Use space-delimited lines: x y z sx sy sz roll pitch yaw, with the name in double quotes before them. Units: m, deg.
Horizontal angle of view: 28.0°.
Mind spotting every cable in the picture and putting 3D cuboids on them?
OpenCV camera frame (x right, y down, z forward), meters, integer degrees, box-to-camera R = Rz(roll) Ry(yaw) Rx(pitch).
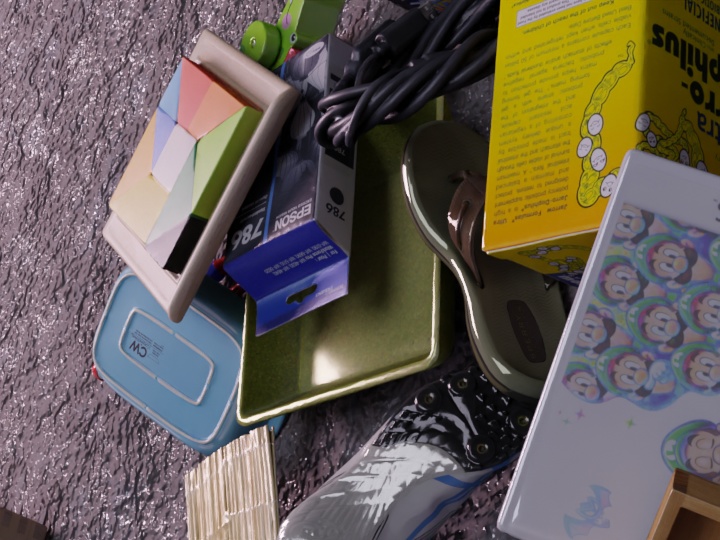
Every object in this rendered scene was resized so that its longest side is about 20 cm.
"cable" 0.054 -0.133 0.924 0.163 0.051 0.200 -9 25 39

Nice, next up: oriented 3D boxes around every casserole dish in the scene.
"casserole dish" -0.136 0.065 1.098 0.200 0.039 0.121 31 104 34

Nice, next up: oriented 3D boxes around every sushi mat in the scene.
"sushi mat" -0.083 0.209 0.963 0.096 0.012 0.200 -34 50 38

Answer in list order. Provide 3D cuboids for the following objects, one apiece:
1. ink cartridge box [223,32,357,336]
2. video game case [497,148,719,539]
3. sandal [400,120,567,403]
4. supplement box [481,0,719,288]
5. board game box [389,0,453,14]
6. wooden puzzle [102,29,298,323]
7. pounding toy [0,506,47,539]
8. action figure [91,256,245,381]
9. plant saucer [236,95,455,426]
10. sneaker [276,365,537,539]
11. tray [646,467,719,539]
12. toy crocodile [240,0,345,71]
"ink cartridge box" -0.047 -0.061 1.011 0.099 0.039 0.200 -26 50 39
"video game case" 0.183 0.063 0.697 0.182 0.024 0.200 19 90 10
"sandal" 0.087 -0.015 0.878 0.057 0.080 0.201 111 143 -52
"supplement box" 0.150 -0.097 0.820 0.109 0.109 0.200 -12 66 46
"board game box" 0.015 -0.301 1.016 0.057 0.165 0.200 -14 65 48
"wooden puzzle" -0.130 -0.078 1.070 0.185 0.037 0.200 -62 30 9
"pounding toy" -0.371 0.317 1.257 0.184 0.142 0.200 -18 51 44
"action figure" -0.157 0.037 1.172 0.200 0.052 0.066 -41 53 34
"plant saucer" 0.000 0.000 0.998 0.200 0.048 0.200 -22 56 43
"sneaker" 0.034 0.128 0.882 0.200 0.072 0.072 -38 63 3
"tray" 0.158 0.203 0.676 0.098 0.037 0.200 21 106 10
"toy crocodile" -0.070 -0.133 1.124 0.200 0.067 0.062 -58 41 18
